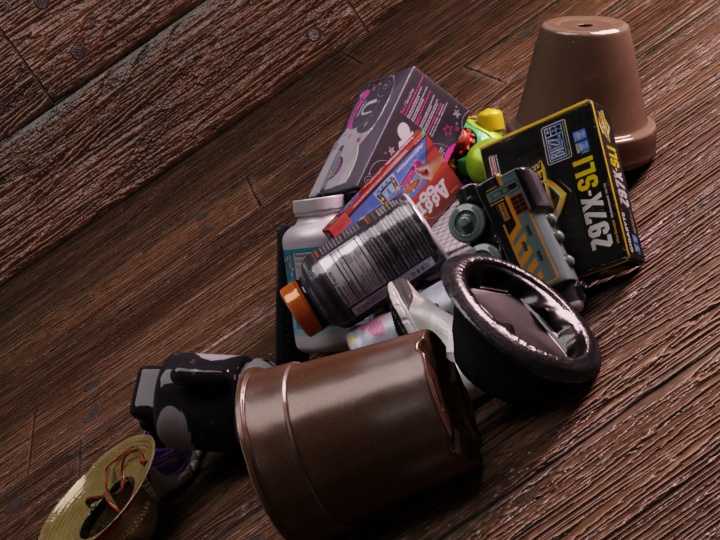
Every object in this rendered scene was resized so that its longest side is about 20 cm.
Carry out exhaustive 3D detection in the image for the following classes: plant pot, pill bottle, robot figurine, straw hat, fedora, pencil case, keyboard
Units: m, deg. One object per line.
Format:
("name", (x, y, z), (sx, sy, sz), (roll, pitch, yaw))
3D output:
("plant pot", (0.006, 0.160, 1.396), (0.198, 0.201, 0.200), (-22, 21, 14))
("pill bottle", (0.000, 0.000, 1.690), (0.200, 0.106, 0.106), (-33, 18, 2))
("robot figurine", (-0.184, 0.164, 1.723), (0.199, 0.125, 0.150), (2, 11, 12))
("plant pot", (0.290, -0.237, 1.790), (0.200, 0.175, 0.200), (-1, 21, 0))
("straw hat", (-0.300, 0.307, 1.699), (0.201, 0.085, 0.201), (-34, 24, 17))
("fedora", (0.152, 0.072, 1.434), (0.092, 0.200, 0.201), (-61, 6, 26))
("pencil case", (0.081, 0.064, 1.657), (0.200, 0.083, 0.091), (-30, 15, 14))
("pill bottle", (-0.043, 0.003, 1.806), (0.110, 0.201, 0.111), (-7, 3, 0))
("keyboard", (-0.078, 0.042, 1.865), (0.021, 0.201, 0.127), (-3, -8, 28))

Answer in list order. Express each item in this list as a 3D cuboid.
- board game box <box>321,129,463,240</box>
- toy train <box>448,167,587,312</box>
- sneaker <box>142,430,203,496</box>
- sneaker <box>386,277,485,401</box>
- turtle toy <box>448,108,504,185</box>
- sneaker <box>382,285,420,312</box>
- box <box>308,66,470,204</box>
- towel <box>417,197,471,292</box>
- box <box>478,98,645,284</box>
("board game box", (0.046, -0.081, 1.786), (0.200, 0.103, 0.019), (-48, 24, -24))
("toy train", (0.179, -0.020, 1.554), (0.114, 0.200, 0.085), (-29, -19, 21))
("sneaker", (-0.248, 0.216, 1.844), (0.080, 0.084, 0.200), (-28, 18, 17))
("sneaker", (0.093, 0.078, 1.557), (0.080, 0.074, 0.200), (-27, 50, -8))
("turtle toy", (0.157, -0.151, 1.931), (0.101, 0.146, 0.200), (-13, 6, -30))
("sneaker", (0.039, 0.002, 1.876), (0.074, 0.088, 0.200), (-35, 18, -2))
("box", (0.037, -0.161, 1.882), (0.132, 0.115, 0.200), (-7, 51, 56))
("towel", (0.165, -0.040, 1.776), (0.200, 0.086, 0.166), (-23, 24, 31))
("box", (0.233, -0.078, 1.604), (0.159, 0.201, 0.049), (-21, -20, 32))
